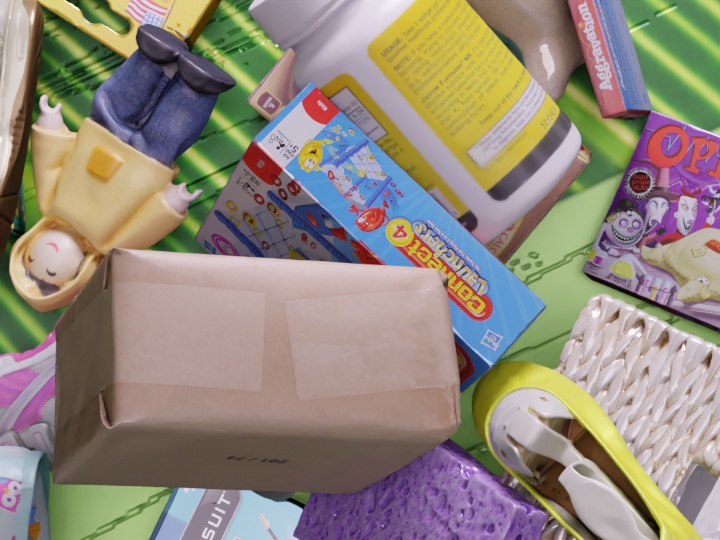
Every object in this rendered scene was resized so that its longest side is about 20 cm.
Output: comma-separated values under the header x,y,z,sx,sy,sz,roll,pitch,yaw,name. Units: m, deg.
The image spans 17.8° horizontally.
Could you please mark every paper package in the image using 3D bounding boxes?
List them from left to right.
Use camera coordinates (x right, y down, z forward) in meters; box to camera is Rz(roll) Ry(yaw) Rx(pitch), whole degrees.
x,y,z,sx,sy,sz,roll,pitch,yaw,name
-0.067,0.065,1.331,0.199,0.191,0.104,3,73,-17,paper package

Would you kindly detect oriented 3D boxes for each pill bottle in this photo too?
x,y,z,sx,sy,sz,roll,pitch,yaw,name
0.032,-0.117,1.407,0.114,0.114,0.200,-42,101,-1,pill bottle

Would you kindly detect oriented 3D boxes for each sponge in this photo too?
x,y,z,sx,sy,sz,roll,pitch,yaw,name
0.031,0.155,1.399,0.030,0.200,0.112,17,100,-34,sponge

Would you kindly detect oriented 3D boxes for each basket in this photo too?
x,y,z,sx,sy,sz,roll,pitch,yaw,name
0.195,0.146,1.421,0.161,0.200,0.199,27,88,30,basket

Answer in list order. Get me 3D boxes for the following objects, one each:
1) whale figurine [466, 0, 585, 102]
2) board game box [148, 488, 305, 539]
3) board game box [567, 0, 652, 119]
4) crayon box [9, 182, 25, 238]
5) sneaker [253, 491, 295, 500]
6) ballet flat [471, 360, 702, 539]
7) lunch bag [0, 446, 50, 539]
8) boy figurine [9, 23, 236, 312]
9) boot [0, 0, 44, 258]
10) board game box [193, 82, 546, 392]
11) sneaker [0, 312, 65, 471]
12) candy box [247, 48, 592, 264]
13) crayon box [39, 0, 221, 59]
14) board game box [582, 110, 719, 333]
x,y,z,sx,sy,sz,roll,pitch,yaw,name
0.074,-0.201,1.510,0.200,0.104,0.159,53,50,-18,whale figurine
-0.055,0.230,1.514,0.200,0.047,0.151,26,88,0,board game box
0.147,-0.197,1.500,0.019,0.103,0.201,-17,88,16,board game box
-0.289,-0.118,1.518,0.118,0.058,0.201,-3,88,0,crayon box
-0.089,0.062,1.515,0.200,0.070,0.080,46,49,14,sneaker
0.122,0.113,1.320,0.067,0.067,0.200,-50,54,10,ballet flat
-0.280,0.171,1.431,0.170,0.200,0.122,8,54,-1,lunch bag
-0.167,-0.063,1.485,0.124,0.064,0.200,37,101,7,boy figurine
-0.290,-0.086,1.452,0.154,0.072,0.201,9,83,-2,boot
0.000,0.000,1.443,0.196,0.200,0.056,43,68,2,board game box
-0.195,0.094,1.465,0.200,0.081,0.088,-36,53,30,sneaker
0.040,-0.094,1.510,0.200,0.055,0.116,40,103,2,candy box
-0.130,-0.240,1.526,0.127,0.051,0.200,33,88,0,crayon box
0.258,-0.015,1.498,0.200,0.032,0.120,22,84,23,board game box
